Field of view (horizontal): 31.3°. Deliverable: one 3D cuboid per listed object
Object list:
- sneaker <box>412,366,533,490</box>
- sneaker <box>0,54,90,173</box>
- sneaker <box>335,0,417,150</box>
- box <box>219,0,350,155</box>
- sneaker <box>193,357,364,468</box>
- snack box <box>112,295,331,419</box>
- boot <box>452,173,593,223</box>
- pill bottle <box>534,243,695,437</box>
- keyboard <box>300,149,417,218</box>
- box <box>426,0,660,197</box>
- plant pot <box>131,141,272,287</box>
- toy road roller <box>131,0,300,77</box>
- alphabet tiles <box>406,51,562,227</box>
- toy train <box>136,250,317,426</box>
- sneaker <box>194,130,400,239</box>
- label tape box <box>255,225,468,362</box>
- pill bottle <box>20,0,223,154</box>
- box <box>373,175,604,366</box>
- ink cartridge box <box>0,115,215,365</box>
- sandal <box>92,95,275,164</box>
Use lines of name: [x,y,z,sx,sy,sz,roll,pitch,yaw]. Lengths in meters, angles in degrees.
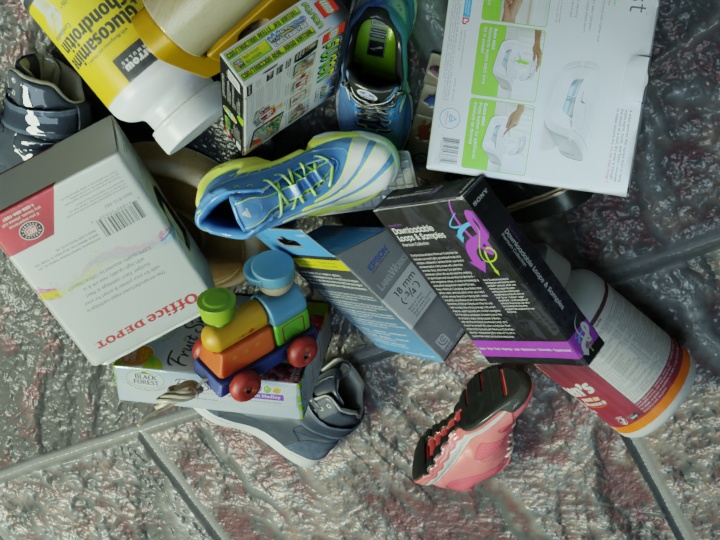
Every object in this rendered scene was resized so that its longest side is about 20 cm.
sneaker: [0.140,0.177,1.412,0.087,0.074,0.200,24,130,-20]
sneaker: [-0.361,-0.152,1.295,0.202,0.077,0.146,11,117,15]
sneaker: [0.008,-0.170,1.188,0.078,0.089,0.200,8,127,9]
box: [-0.069,-0.171,1.127,0.110,0.200,0.035,-36,84,-11]
sneaker: [-0.090,0.129,1.411,0.202,0.077,0.146,30,137,-18]
snack box: [-0.142,0.085,1.363,0.200,0.142,0.053,5,124,11]
boot: [0.105,-0.106,1.220,0.200,0.077,0.138,-20,109,16]
pill bottle: [0.228,0.069,1.281,0.200,0.110,0.110,38,123,-13]
keyboard: [-0.044,-0.078,1.234,0.200,0.011,0.056,-6,115,16]
box: [0.159,-0.176,1.102,0.176,0.097,0.200,8,101,7]
plant pot: [-0.187,-0.047,1.327,0.200,0.028,0.200,13,138,11]
toy road roller: [-0.124,-0.254,1.108,0.123,0.200,0.146,-39,76,16]
alphabet tiles: [0.133,-0.129,1.236,0.166,0.006,0.200,16,125,3]
toy train: [-0.138,0.067,1.247,0.085,0.200,0.116,39,148,38]
sneaker: [-0.063,-0.067,1.177,0.200,0.105,0.076,-13,115,19]
label tape box: [0.000,0.000,1.263,0.200,0.063,0.144,44,164,-22]
pill bottle: [-0.209,-0.209,1.179,0.112,0.112,0.200,-37,95,31]
box: [0.115,0.004,1.163,0.200,0.036,0.143,51,154,-20]
ink cartridge box: [-0.251,-0.025,1.251,0.146,0.083,0.200,-27,125,2]
sandal: [-0.172,-0.155,1.275,0.200,0.048,0.075,12,127,20]
